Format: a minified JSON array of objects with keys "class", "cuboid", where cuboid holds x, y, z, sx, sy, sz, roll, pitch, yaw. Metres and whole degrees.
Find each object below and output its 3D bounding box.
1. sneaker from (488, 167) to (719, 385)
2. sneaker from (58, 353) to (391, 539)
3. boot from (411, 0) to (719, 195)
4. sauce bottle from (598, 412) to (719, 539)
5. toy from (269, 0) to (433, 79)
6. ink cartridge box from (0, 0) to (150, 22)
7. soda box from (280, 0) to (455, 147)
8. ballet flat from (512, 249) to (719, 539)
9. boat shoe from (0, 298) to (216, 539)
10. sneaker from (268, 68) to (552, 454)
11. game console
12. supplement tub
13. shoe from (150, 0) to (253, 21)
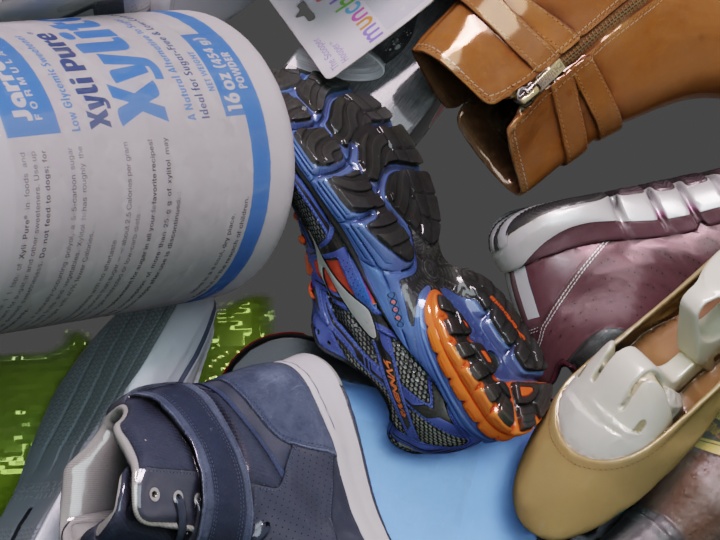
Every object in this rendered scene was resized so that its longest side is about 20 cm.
[{"class":"sneaker","cuboid":[0.165,0.012,1.384,0.199,0.076,0.116,-11,90,-4]},{"class":"sneaker","cuboid":[-0.048,0.137,1.261,0.146,0.077,0.203,-6,65,-44]},{"class":"boot","cuboid":[0.126,-0.089,1.364,0.155,0.077,0.200,-50,118,-18]},{"class":"sauce bottle","cuboid":[0.175,0.087,1.350,0.200,0.065,0.065,-42,84,-21]},{"class":"toy","cuboid":[0.036,-0.185,1.339,0.200,0.115,0.047,-37,125,2]},{"class":"ink cartridge box","cuboid":[-0.171,-0.132,1.306,0.145,0.200,0.085,-20,80,-10]},{"class":"soda box","cuboid":[0.034,-0.129,1.398,0.071,0.063,0.200,36,76,3]},{"class":"ballet flat","cuboid":[0.138,0.036,1.312,0.200,0.063,0.069,-43,58,-6]},{"class":"boat shoe","cuboid":[-0.112,0.096,1.337,0.067,0.073,0.200,39,71,-26]},{"class":"sneaker","cuboid":[0.000,0.000,1.318,0.078,0.075,0.200,-33,87,33]},{"class":"game console","cuboid":[0.018,0.131,1.353,0.199,0.031,0.178,14,76,-2]},{"class":"supplement tub","cuboid":[-0.138,-0.041,1.247,0.200,0.132,0.132,-10,75,-46]},{"class":"shoe","cuboid":[-0.057,-0.213,1.410,0.091,0.071,0.200,35,90,29]}]
